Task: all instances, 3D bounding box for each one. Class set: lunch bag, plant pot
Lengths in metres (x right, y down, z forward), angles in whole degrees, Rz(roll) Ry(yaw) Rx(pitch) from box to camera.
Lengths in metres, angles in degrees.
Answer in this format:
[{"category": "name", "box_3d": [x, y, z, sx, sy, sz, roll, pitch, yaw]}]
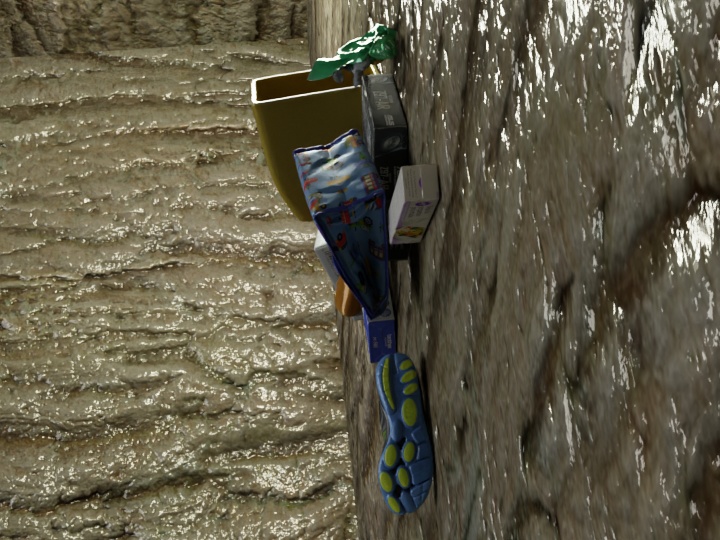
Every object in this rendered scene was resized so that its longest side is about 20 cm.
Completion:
[{"category": "lunch bag", "box_3d": [-0.005, -0.048, 1.531, 0.151, 0.093, 0.201, -110, 1, -51]}, {"category": "plant pot", "box_3d": [-0.054, -0.188, 1.817, 0.196, 0.193, 0.201, -106, 7, -70]}]

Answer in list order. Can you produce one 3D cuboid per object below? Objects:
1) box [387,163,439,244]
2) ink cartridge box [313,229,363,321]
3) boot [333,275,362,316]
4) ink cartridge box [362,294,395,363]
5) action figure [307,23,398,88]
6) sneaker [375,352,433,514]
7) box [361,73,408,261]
[{"category": "box", "box_3d": [0.057, -0.071, 1.348, 0.200, 0.038, 0.042, 103, 162, -77]}, {"category": "ink cartridge box", "box_3d": [-0.016, -0.034, 2.103, 0.161, 0.047, 0.200, 61, -158, -28]}, {"category": "boot", "box_3d": [-0.001, 0.000, 1.777, 0.201, 0.070, 0.145, -65, -9, -83]}, {"category": "ink cartridge box", "box_3d": [0.023, 0.041, 1.920, 0.201, 0.044, 0.094, -99, 4, -46]}, {"category": "action figure", "box_3d": [0.007, -0.278, 1.560, 0.055, 0.118, 0.200, 50, 171, -14]}, {"category": "sneaker", "box_3d": [0.058, 0.206, 1.529, 0.083, 0.070, 0.201, 46, -141, -74]}, {"category": "box", "box_3d": [0.031, -0.138, 1.610, 0.161, 0.043, 0.201, -101, 7, -57]}]
